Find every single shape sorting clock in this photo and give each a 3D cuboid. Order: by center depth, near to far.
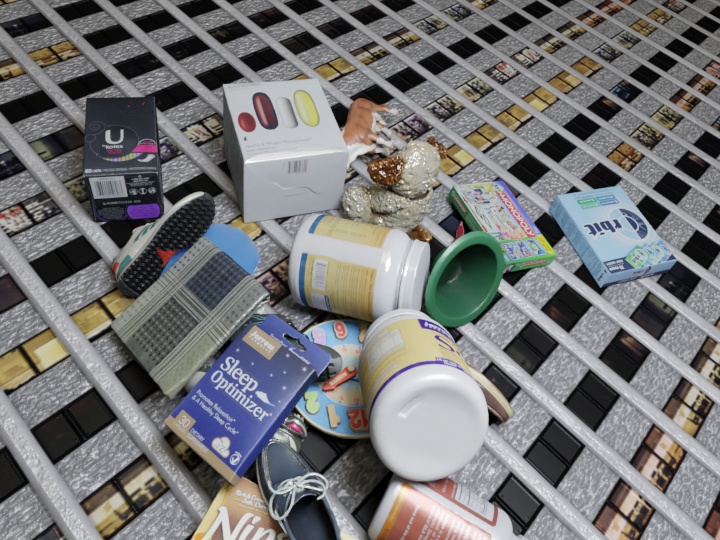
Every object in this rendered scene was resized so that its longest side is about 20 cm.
[{"bbox_3d":[-0.016,0.155,0.889,0.193,0.040,0.204,6,52,-8],"label":"shape sorting clock"}]

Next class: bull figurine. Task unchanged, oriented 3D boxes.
[{"bbox_3d":[0.010,-0.281,1.221,0.118,0.066,0.204,15,53,-5],"label":"bull figurine"}]

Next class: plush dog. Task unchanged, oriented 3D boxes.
[{"bbox_3d":[0.083,-0.151,1.063,0.198,0.174,0.160,-31,64,-32],"label":"plush dog"}]

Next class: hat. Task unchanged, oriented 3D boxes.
[{"bbox_3d":[0.136,-0.017,1.025,0.198,0.168,0.176,27,9,-44],"label":"hat"}]

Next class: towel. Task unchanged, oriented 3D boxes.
[{"bbox_3d":[-0.246,0.062,0.855,0.200,0.035,0.191,-45,53,-15],"label":"towel"}]

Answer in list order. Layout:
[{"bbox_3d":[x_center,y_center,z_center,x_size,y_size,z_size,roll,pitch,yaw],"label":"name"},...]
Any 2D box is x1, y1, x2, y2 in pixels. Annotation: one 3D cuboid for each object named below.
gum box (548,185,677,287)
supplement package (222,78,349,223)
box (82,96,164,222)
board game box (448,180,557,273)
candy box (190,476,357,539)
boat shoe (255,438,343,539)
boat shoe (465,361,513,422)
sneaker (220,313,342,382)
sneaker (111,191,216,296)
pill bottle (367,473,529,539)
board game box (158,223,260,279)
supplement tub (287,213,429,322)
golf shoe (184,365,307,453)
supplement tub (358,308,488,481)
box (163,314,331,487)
[{"bbox_3d":[0.495,-0.073,1.174,0.165,0.045,0.204,-9,56,-19],"label":"gum box"},{"bbox_3d":[-0.143,-0.223,1.087,0.186,0.149,0.204,-10,56,-19],"label":"supplement package"},{"bbox_3d":[-0.410,-0.199,1.036,0.118,0.107,0.204,-6,53,-17],"label":"box"},{"bbox_3d":[0.269,-0.088,1.136,0.131,0.029,0.203,-9,54,-28],"label":"board game box"},{"bbox_3d":[-0.101,0.344,0.710,0.195,0.056,0.117,24,49,8],"label":"candy box"},{"bbox_3d":[-0.069,0.278,0.695,0.073,0.063,0.202,-15,52,-21],"label":"boat shoe"},{"bbox_3d":[0.139,0.170,0.898,0.199,0.072,0.072,40,83,1],"label":"boat shoe"},{"bbox_3d":[-0.111,0.100,0.864,0.194,0.077,0.080,12,45,20],"label":"sneaker"},{"bbox_3d":[-0.317,-0.059,0.933,0.200,0.070,0.093,-48,51,-2],"label":"sneaker"},{"bbox_3d":[0.115,0.328,0.734,0.196,0.114,0.113,28,51,11],"label":"pill bottle"},{"bbox_3d":[-0.239,0.025,0.929,0.154,0.039,0.204,14,67,21],"label":"board game box"},{"bbox_3d":[0.000,0.000,0.922,0.194,0.147,0.147,12,49,16],"label":"supplement tub"},{"bbox_3d":[-0.169,0.199,0.800,0.196,0.078,0.089,27,60,11],"label":"golf shoe"},{"bbox_3d":[0.071,0.147,0.761,0.141,0.150,0.201,4,20,-8],"label":"supplement tub"},{"bbox_3d":[-0.140,0.151,0.759,0.119,0.033,0.201,30,64,22],"label":"box"}]
